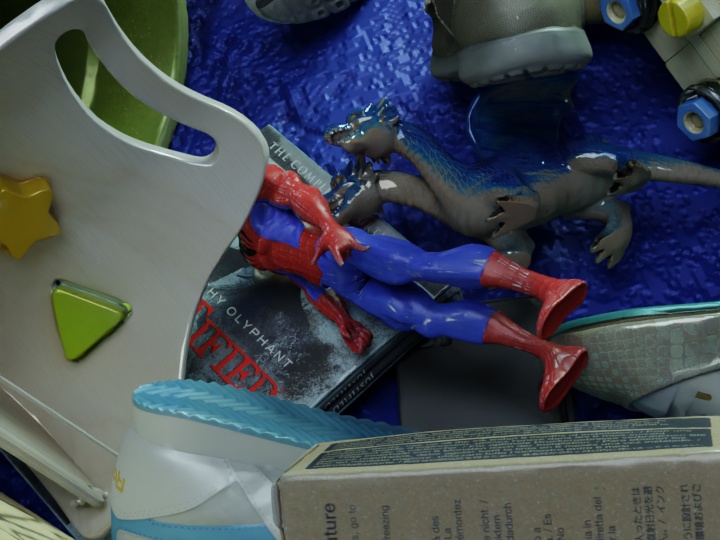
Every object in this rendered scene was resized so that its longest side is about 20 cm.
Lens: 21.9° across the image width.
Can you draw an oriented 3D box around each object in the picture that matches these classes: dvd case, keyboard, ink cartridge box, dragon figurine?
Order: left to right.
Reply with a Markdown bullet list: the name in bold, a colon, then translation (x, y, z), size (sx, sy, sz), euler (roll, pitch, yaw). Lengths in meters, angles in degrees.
- **dvd case**: translation (-0.072, 0.036, 0.853), size (0.200, 0.022, 0.146), euler (-40, 54, -11)
- **keyboard**: translation (0.034, 0.105, 0.804), size (0.127, 0.021, 0.200), euler (-7, 59, 7)
- **ink cartridge box**: translation (0.062, 0.160, 0.680), size (0.164, 0.075, 0.200), euler (-3, 96, 10)
- **dragon figurine**: translation (0.079, -0.050, 0.838), size (0.200, 0.059, 0.099), euler (-15, 45, -15)

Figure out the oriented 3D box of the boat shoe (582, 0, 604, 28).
- **boat shoe**: translation (0.110, -0.211, 0.937), size (0.063, 0.073, 0.201), euler (-13, 66, -1)

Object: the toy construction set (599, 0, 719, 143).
- **toy construction set**: translation (0.165, -0.125, 0.810), size (0.092, 0.131, 0.200), euler (-14, 75, -33)

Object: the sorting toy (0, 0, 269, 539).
- **sorting toy**: translation (-0.134, -0.019, 0.769), size (0.180, 0.200, 0.107), euler (-47, 36, 4)

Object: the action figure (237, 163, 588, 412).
- **action figure**: translation (0.000, 0.000, 0.798), size (0.200, 0.065, 0.052), euler (23, 53, 31)

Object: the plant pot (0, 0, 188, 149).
- **plant pot**: translation (-0.215, -0.115, 0.901), size (0.190, 0.200, 0.200), euler (4, 61, 29)

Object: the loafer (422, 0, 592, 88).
- **loafer**: translation (0.066, -0.123, 0.835), size (0.075, 0.200, 0.070), euler (-9, 98, -3)

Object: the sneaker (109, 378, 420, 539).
- **sneaker**: translation (-0.004, 0.107, 0.761), size (0.200, 0.077, 0.081), euler (16, 101, 5)

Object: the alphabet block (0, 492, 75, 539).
- **alphabet block**: translation (-0.187, 0.170, 0.694), size (0.200, 0.196, 0.195), euler (28, 81, 24)

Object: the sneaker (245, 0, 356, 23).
- **sneaker**: translation (-0.026, -0.206, 0.972), size (0.087, 0.075, 0.200), euler (1, 54, 26)

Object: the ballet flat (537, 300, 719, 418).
- **ballet flat**: translation (0.176, 0.041, 0.783), size (0.200, 0.067, 0.062), euler (-9, 70, 5)
